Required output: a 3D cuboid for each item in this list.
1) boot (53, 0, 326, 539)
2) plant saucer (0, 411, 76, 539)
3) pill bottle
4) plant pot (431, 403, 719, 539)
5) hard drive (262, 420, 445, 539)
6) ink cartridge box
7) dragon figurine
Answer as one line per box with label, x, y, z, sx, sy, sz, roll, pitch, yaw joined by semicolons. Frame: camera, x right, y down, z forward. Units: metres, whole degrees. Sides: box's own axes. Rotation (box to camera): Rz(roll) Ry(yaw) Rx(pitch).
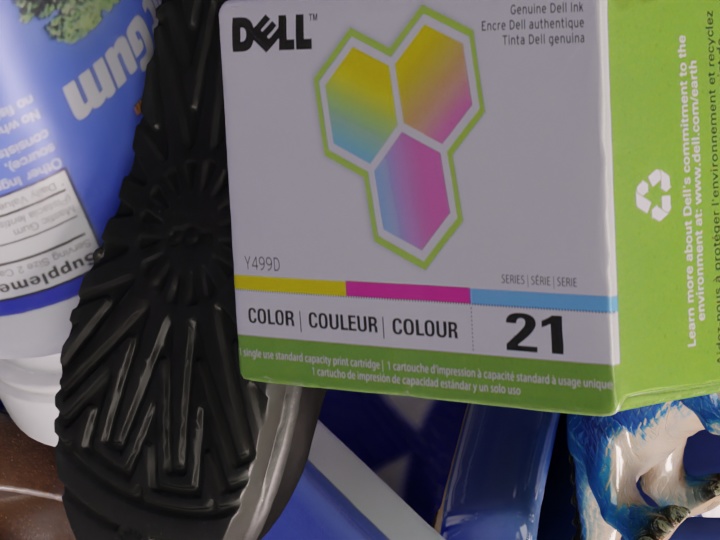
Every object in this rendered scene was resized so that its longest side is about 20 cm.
boot;0.002;0.000;0.896;0.157;0.079;0.212;14;91;-50
plant saucer;-0.174;0.074;1.009;0.199;0.200;0.035;-2;74;3
pill bottle;-0.104;-0.046;0.907;0.111;0.112;0.201;-15;127;10
plant pot;0.115;0.121;0.996;0.179;0.200;0.201;6;116;6
hard drive;-0.028;0.099;0.965;0.025;0.200;0.133;-15;121;-24
ink cartridge box;0.034;-0.072;0.763;0.075;0.147;0.201;-8;97;-40
dragon figurine;0.071;0.024;0.848;0.100;0.059;0.200;48;131;15
